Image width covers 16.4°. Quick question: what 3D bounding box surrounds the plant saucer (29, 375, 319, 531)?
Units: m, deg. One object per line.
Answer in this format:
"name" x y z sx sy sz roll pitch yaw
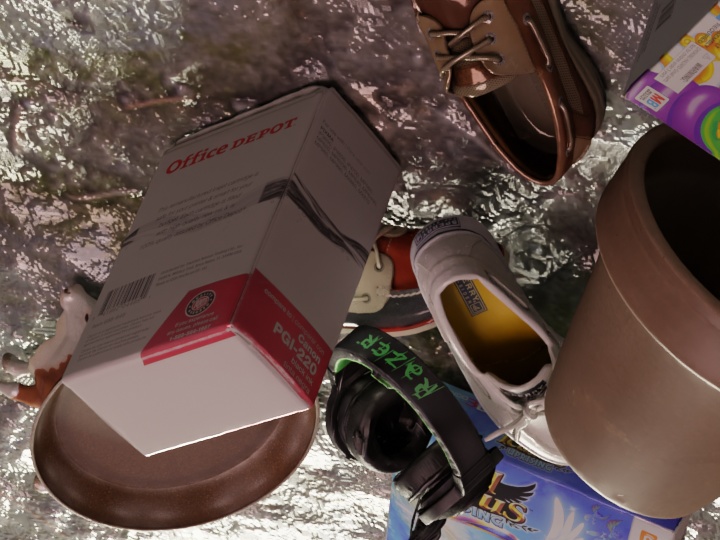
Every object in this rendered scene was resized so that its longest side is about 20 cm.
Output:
"plant saucer" -0.128 0.101 1.708 0.199 0.032 0.201 -8 135 -8

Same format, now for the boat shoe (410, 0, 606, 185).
"boat shoe" 0.074 -0.130 1.389 0.076 0.072 0.200 -16 126 36

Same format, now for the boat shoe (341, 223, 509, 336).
"boat shoe" 0.000 0.000 1.569 0.199 0.071 0.063 -9 128 37

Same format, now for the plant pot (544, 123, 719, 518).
"plant pot" 0.194 0.043 1.401 0.200 0.200 0.175 29 127 -7

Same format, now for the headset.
"headset" 0.025 0.120 1.564 0.123 0.094 0.200 38 160 31

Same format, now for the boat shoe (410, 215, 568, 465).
"boat shoe" 0.097 0.061 1.497 0.074 0.086 0.202 -25 124 10

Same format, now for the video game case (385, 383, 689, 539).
"video game case" 0.116 0.178 1.690 0.199 0.045 0.182 22 139 15

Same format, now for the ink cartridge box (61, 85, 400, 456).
"ink cartridge box" -0.075 -0.001 1.498 0.145 0.200 0.085 -18 129 38

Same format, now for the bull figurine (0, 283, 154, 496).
"bull figurine" -0.198 0.094 1.761 0.121 0.065 0.200 3 133 27

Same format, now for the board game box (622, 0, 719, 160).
"board game box" 0.257 -0.098 1.316 0.200 0.105 0.103 32 138 -11
